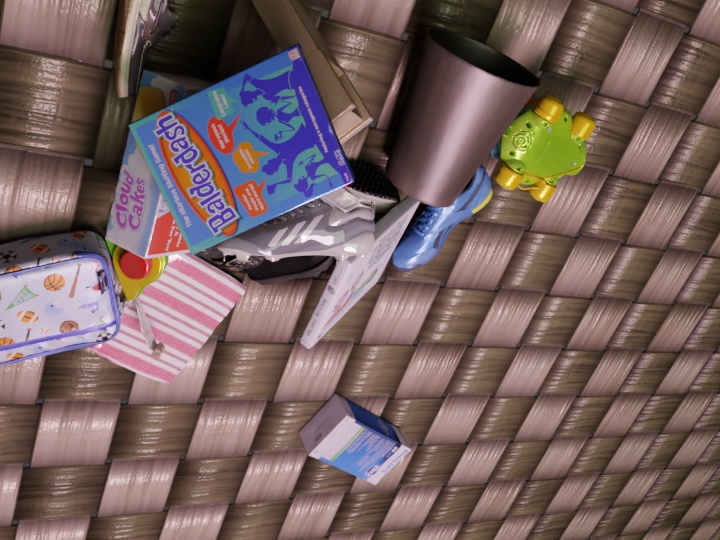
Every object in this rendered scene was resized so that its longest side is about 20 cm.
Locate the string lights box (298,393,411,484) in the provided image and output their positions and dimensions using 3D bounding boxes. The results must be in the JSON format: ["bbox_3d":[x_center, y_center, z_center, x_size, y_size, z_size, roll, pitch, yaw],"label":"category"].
[{"bbox_3d":[-0.007,0.311,1.471,0.103,0.059,0.199,-45,133,10],"label":"string lights box"}]

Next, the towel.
[{"bbox_3d":[-0.275,0.063,1.156,0.201,0.030,0.146,-49,132,8],"label":"towel"}]

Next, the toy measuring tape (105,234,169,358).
[{"bbox_3d":[-0.275,0.017,1.065,0.072,0.074,0.204,-20,110,-13],"label":"toy measuring tape"}]

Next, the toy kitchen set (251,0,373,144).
[{"bbox_3d":[-0.102,-0.192,0.989,0.198,0.183,0.163,-34,168,14],"label":"toy kitchen set"}]

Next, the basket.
[{"bbox_3d":[0.124,-0.201,1.107,0.177,0.137,0.202,11,123,-26],"label":"basket"}]

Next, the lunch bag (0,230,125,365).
[{"bbox_3d":[-0.402,0.040,1.030,0.196,0.076,0.163,-10,128,-18],"label":"lunch bag"}]

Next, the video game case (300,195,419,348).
[{"bbox_3d":[0.000,0.000,1.158,0.200,0.024,0.184,-43,166,-46],"label":"video game case"}]

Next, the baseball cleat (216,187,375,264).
[{"bbox_3d":[-0.078,-0.063,0.992,0.195,0.070,0.109,-1,101,-19],"label":"baseball cleat"}]

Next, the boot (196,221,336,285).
[{"bbox_3d":[-0.129,-0.048,1.064,0.208,0.081,0.157,-22,144,35],"label":"boot"}]

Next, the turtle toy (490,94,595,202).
[{"bbox_3d":[0.275,-0.189,1.217,0.197,0.102,0.147,14,117,-36],"label":"turtle toy"}]

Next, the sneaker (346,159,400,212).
[{"bbox_3d":[-0.041,-0.101,1.141,0.196,0.071,0.094,4,137,-31],"label":"sneaker"}]

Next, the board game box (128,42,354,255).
[{"bbox_3d":[-0.124,-0.128,0.865,0.197,0.045,0.154,-23,106,7],"label":"board game box"}]

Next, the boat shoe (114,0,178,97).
[{"bbox_3d":[-0.230,-0.284,0.884,0.063,0.072,0.204,4,117,-26],"label":"boat shoe"}]

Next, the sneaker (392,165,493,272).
[{"bbox_3d":[0.114,-0.087,1.226,0.200,0.066,0.078,-44,142,0],"label":"sneaker"}]

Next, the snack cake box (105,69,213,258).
[{"bbox_3d":[-0.218,-0.123,0.954,0.115,0.066,0.204,-16,126,-65],"label":"snack cake box"}]
